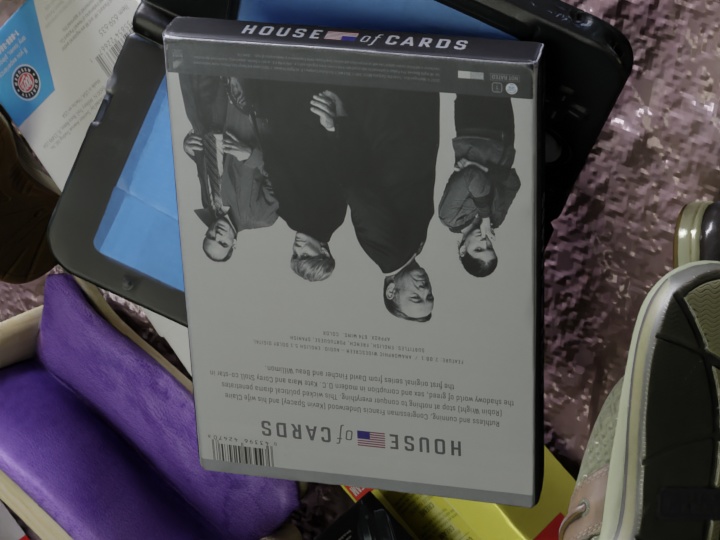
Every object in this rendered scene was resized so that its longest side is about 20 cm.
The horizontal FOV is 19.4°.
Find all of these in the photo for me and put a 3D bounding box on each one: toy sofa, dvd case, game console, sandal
[{"bbox_3d":[-0.126,0.097,1.055,0.200,0.083,0.098,40,130,23],"label":"toy sofa"},{"bbox_3d":[0.000,0.000,0.844,0.149,0.025,0.202,6,121,14],"label":"dvd case"},{"bbox_3d":[-0.015,-0.048,0.846,0.199,0.117,0.176,24,153,2],"label":"game console"},{"bbox_3d":[0.112,0.095,0.799,0.057,0.079,0.203,24,100,65],"label":"sandal"}]

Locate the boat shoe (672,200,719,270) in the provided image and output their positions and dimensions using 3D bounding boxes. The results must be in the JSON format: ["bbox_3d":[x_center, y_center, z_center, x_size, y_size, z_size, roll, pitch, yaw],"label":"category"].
[{"bbox_3d":[0.181,0.060,0.835,0.064,0.073,0.201,-15,107,30],"label":"boat shoe"}]

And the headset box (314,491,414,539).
[{"bbox_3d":[0.020,0.229,0.956,0.200,0.093,0.174,46,150,10],"label":"headset box"}]

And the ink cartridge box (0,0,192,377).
[{"bbox_3d":[-0.074,-0.052,0.964,0.116,0.067,0.201,-35,89,42],"label":"ink cartridge box"}]

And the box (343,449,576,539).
[{"bbox_3d":[0.074,0.131,0.948,0.200,0.050,0.075,50,135,5],"label":"box"}]

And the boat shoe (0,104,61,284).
[{"bbox_3d":[-0.194,-0.056,0.992,0.072,0.200,0.065,-38,66,2],"label":"boat shoe"}]

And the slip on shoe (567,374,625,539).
[{"bbox_3d":[0.108,0.140,0.865,0.061,0.202,0.074,25,168,-20],"label":"slip on shoe"}]

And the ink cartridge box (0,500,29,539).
[{"bbox_3d":[-0.262,0.158,1.215,0.201,0.067,0.116,53,133,2],"label":"ink cartridge box"}]
